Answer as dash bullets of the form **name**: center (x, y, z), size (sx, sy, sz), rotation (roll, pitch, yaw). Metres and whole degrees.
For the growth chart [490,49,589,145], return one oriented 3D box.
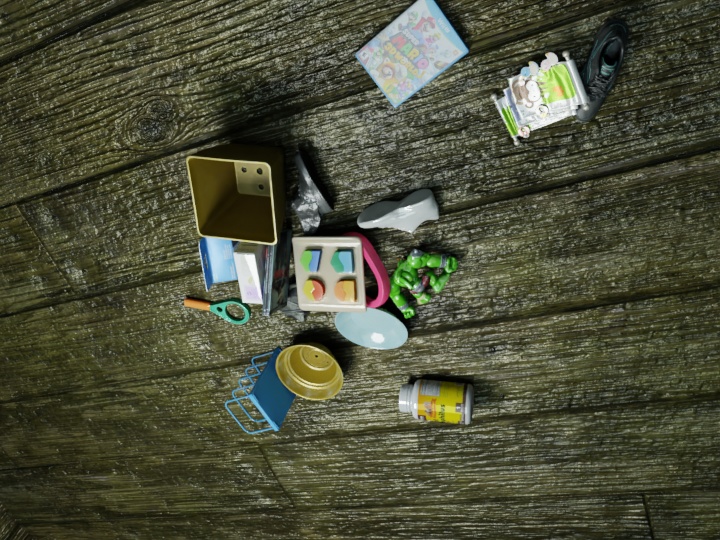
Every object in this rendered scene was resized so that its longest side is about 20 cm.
- **growth chart**: center (0.361, -0.350, 1.303), size (0.199, 0.018, 0.145), rotation (-19, 115, 46)

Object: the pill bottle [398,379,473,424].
- **pill bottle**: center (0.210, 0.361, 1.780), size (0.198, 0.110, 0.110), rotation (3, 123, 15)

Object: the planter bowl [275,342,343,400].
- **planter bowl**: center (-0.135, 0.267, 1.835), size (0.198, 0.084, 0.202), rotation (7, 123, 11)

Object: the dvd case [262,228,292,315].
- **dvd case**: center (-0.206, 0.001, 1.601), size (0.022, 0.146, 0.202), rotation (8, 98, 10)

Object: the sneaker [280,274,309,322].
- **sneaker**: center (-0.148, 0.066, 1.716), size (0.199, 0.077, 0.114), rotation (-33, 110, 34)

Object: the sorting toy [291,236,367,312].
- **sorting toy**: center (-0.079, 0.013, 1.592), size (0.183, 0.036, 0.202), rotation (1, 110, 19)

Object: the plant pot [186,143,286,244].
- **plant pot**: center (-0.267, -0.199, 1.514), size (0.198, 0.177, 0.202), rotation (7, 122, 12)

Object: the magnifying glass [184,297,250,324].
- **magnifying glass**: center (-0.412, 0.108, 1.851), size (0.198, 0.022, 0.080), rotation (11, 124, 10)

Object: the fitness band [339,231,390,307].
- **fitness band**: center (0.000, 0.000, 1.609), size (0.144, 0.037, 0.201), rotation (-41, 77, 46)

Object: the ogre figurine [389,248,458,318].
- **ogre figurine**: center (0.139, 0.021, 1.591), size (0.119, 0.099, 0.200), rotation (31, 137, -20)

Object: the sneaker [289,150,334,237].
- **sneaker**: center (-0.137, -0.183, 1.558), size (0.103, 0.060, 0.201), rotation (-20, 118, 21)

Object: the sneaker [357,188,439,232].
- **sneaker**: center (0.091, -0.122, 1.531), size (0.198, 0.076, 0.089), rotation (-14, 129, 22)

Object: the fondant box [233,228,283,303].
- **fondant box**: center (-0.244, -0.033, 1.601), size (0.058, 0.201, 0.146), rotation (5, 124, 13)

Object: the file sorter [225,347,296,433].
- **file sorter**: center (-0.280, 0.351, 1.863), size (0.122, 0.201, 0.139), rotation (-20, 115, 29)

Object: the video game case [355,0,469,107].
- **video game case**: center (0.105, -0.454, 1.338), size (0.199, 0.018, 0.143), rotation (-31, 108, 30)

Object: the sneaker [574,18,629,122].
- **sneaker**: center (0.459, -0.379, 1.248), size (0.075, 0.080, 0.202), rotation (13, 127, 6)

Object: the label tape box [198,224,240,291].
- **label tape box**: center (-0.329, -0.058, 1.609), size (0.065, 0.201, 0.145), rotation (5, 124, 10)

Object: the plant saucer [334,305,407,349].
- **plant saucer**: center (0.032, 0.141, 1.711), size (0.199, 0.039, 0.202), rotation (11, 144, 8)
